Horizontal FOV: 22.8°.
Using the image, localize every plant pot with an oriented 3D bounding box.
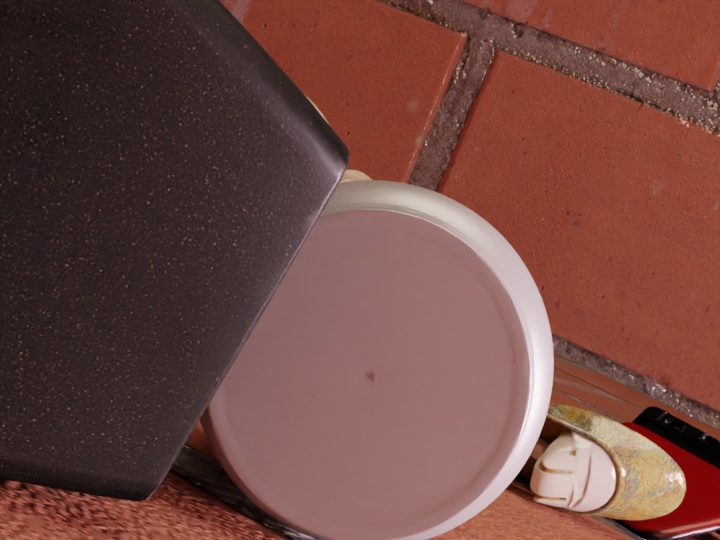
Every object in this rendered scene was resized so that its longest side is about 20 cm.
[{"bbox_3d":[-0.121,-0.033,0.619,0.177,0.201,0.200,31,0,-17],"label":"plant pot"}]

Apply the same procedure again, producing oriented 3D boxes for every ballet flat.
[{"bbox_3d":[0.105,0.112,1.126,0.199,0.071,0.071,25,3,18],"label":"ballet flat"}]

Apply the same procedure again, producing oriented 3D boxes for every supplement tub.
[{"bbox_3d":[0.006,0.036,0.750,0.144,0.146,0.200,24,2,1],"label":"supplement tub"}]

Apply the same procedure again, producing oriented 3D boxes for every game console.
[{"bbox_3d":[0.233,0.182,1.275,0.173,0.118,0.200,57,-12,-24],"label":"game console"}]

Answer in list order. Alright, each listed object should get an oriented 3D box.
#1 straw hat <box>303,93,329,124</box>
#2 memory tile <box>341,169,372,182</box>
[{"bbox_3d":[-0.092,-0.056,1.445,0.200,0.202,0.085,23,14,-20],"label":"straw hat"},{"bbox_3d":[0.000,0.000,1.406,0.199,0.155,0.017,22,-15,-14],"label":"memory tile"}]
